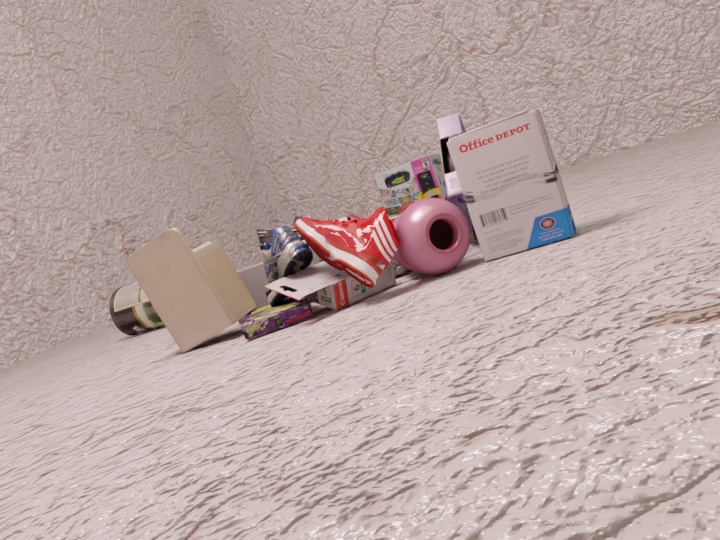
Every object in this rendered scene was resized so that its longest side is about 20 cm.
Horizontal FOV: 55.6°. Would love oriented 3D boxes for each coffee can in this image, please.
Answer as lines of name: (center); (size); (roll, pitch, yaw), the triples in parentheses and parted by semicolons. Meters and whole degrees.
coffee can: (-0.600, 0.094, 1.978); (0.198, 0.148, 0.146); (-17, 6, 23)

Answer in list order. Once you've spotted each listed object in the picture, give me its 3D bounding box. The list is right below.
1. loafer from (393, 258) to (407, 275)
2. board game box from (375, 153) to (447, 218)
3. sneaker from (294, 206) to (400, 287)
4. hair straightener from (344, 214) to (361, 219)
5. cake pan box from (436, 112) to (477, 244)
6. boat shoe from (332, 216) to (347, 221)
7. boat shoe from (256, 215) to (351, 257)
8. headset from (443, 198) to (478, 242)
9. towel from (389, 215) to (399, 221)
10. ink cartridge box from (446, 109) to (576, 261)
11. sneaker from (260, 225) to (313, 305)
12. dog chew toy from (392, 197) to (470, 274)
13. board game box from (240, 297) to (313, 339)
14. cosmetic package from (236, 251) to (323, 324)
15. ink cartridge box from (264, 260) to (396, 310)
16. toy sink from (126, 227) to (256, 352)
loafer: (0.000, 0.000, 1.301); (0.198, 0.071, 0.070); (-10, 2, 13)
board game box: (0.137, -0.150, 1.580); (0.147, 0.202, 0.064); (-16, 6, 31)
sneaker: (-0.012, -0.060, 1.111); (0.200, 0.078, 0.116); (35, 77, 35)
hair straightener: (0.058, -0.073, 1.524); (0.198, 0.041, 0.077); (14, -24, 19)
cake pan box: (0.201, -0.178, 1.328); (0.052, 0.186, 0.200); (-15, -31, 16)
boat shoe: (-0.053, -0.058, 1.276); (0.069, 0.072, 0.200); (-13, 0, -2)
boat shoe: (-0.111, -0.082, 1.387); (0.198, 0.068, 0.072); (-17, -4, -8)
headset: (0.240, -0.092, 1.218); (0.198, 0.095, 0.123); (-8, 3, -9)
towel: (0.098, -0.066, 1.357); (0.170, 0.049, 0.200); (-13, -14, 24)
ink cartridge box: (0.239, -0.135, 1.074); (0.145, 0.202, 0.084); (-16, 6, 24)
sneaker: (-0.138, -0.012, 1.222); (0.077, 0.085, 0.200); (-25, -20, -30)
dog chew toy: (0.103, -0.053, 1.157); (0.124, 0.126, 0.200); (-20, 3, -16)
board game box: (-0.145, 0.077, 1.210); (0.119, 0.033, 0.200); (-22, 6, -4)
cosmetic package: (-0.162, 0.026, 1.374); (0.198, 0.108, 0.090); (-20, 4, 1)
ink cartridge box: (-0.049, 0.024, 1.153); (0.199, 0.051, 0.109); (-24, 25, -34)
toy sink: (-0.307, 0.022, 1.255); (0.130, 0.201, 0.112); (-29, 7, 22)
